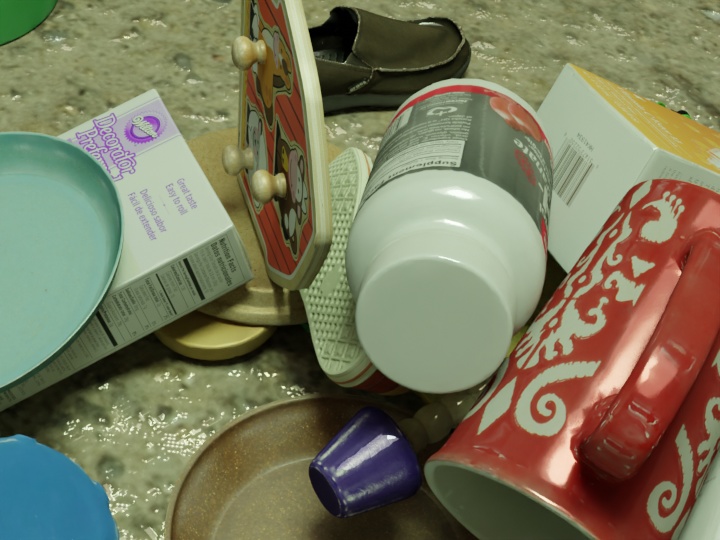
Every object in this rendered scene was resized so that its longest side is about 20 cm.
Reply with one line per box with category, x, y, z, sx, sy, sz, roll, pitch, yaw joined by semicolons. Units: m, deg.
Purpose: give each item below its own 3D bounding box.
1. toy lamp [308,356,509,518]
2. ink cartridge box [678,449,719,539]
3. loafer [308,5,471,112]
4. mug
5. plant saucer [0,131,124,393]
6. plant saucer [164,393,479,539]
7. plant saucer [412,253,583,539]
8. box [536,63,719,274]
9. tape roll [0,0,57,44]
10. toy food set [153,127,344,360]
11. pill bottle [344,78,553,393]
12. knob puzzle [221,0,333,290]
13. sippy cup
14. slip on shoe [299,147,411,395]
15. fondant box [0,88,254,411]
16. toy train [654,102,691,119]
toy lamp;0.059;0.077;0.785;0.199;0.059;0.058;-27;53;-24
ink cartridge box;0.254;0.126;0.763;0.144;0.088;0.201;33;55;-4
loafer;0.004;-0.173;1.086;0.198;0.072;0.073;-16;49;-23
mug;0.152;0.060;0.710;0.133;0.177;0.201;44;68;-20
plant saucer;-0.231;0.001;0.810;0.197;0.028;0.202;-7;53;9
plant saucer;-0.012;0.157;0.772;0.198;0.037;0.202;4;45;-4
plant saucer;0.140;0.080;0.866;0.199;0.049;0.200;-27;54;-32
box;0.209;-0.037;0.890;0.198;0.098;0.125;18;23;-31
tape roll;-0.351;-0.256;1.136;0.198;0.049;0.202;4;44;-4
toy food set;-0.064;-0.027;0.944;0.195;0.049;0.201;-8;46;-16
pill bottle;0.051;-0.021;0.768;0.109;0.112;0.201;12;31;4
knob puzzle;-0.056;-0.076;0.817;0.030;0.221;0.221;-6;45;-16
sippy cup;-0.185;0.150;0.650;0.178;0.130;0.139;52;35;2
slip on shoe;0.000;0.000;0.857;0.061;0.074;0.201;32;30;-34
fondant box;-0.186;-0.013;0.863;0.198;0.059;0.145;-27;52;-9
toy train;0.172;-0.073;1.022;0.198;0.057;0.042;-21;35;-26
